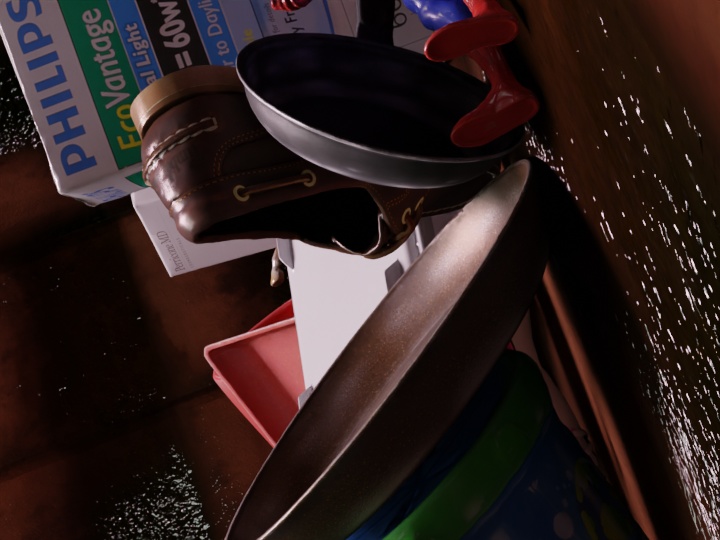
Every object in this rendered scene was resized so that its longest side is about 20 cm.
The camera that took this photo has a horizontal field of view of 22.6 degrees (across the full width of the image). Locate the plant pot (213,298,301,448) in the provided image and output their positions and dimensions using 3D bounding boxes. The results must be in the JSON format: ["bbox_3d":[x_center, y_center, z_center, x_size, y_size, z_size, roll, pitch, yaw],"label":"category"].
[{"bbox_3d":[0.020,0.095,1.333,0.178,0.200,0.200,58,-179,-9],"label":"plant pot"}]

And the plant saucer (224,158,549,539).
[{"bbox_3d":[0.016,0.043,0.728,0.032,0.201,0.200,37,-177,-6],"label":"plant saucer"}]

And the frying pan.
[{"bbox_3d":[-0.008,-0.081,0.722,0.190,0.114,0.031,51,133,52],"label":"frying pan"}]

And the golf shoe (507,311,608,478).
[{"bbox_3d":[0.073,0.081,0.876,0.073,0.091,0.202,141,132,-80],"label":"golf shoe"}]

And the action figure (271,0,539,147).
[{"bbox_3d":[-0.008,-0.123,0.699,0.201,0.098,0.066,-108,0,-45],"label":"action figure"}]

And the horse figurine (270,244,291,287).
[{"bbox_3d":[-0.008,-0.054,1.172,0.050,0.199,0.134,1,-90,-49],"label":"horse figurine"}]

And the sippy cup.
[{"bbox_3d":[0.060,0.125,0.742,0.130,0.178,0.139,45,150,-10],"label":"sippy cup"}]

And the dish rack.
[{"bbox_3d":[0.000,0.000,1.013,0.172,0.043,0.201,123,148,-43],"label":"dish rack"}]

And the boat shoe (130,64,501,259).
[{"bbox_3d":[-0.009,-0.036,0.765,0.199,0.070,0.071,-1,-123,-43],"label":"boat shoe"}]

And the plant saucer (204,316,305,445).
[{"bbox_3d":[0.021,0.097,1.183,0.200,0.199,0.037,53,-133,-18],"label":"plant saucer"}]

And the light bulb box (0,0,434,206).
[{"bbox_3d":[-0.082,-0.158,0.885,0.125,0.199,0.200,110,139,-89],"label":"light bulb box"}]

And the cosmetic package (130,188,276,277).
[{"bbox_3d":[-0.062,-0.079,1.293,0.108,0.198,0.085,68,-175,-60],"label":"cosmetic package"}]
